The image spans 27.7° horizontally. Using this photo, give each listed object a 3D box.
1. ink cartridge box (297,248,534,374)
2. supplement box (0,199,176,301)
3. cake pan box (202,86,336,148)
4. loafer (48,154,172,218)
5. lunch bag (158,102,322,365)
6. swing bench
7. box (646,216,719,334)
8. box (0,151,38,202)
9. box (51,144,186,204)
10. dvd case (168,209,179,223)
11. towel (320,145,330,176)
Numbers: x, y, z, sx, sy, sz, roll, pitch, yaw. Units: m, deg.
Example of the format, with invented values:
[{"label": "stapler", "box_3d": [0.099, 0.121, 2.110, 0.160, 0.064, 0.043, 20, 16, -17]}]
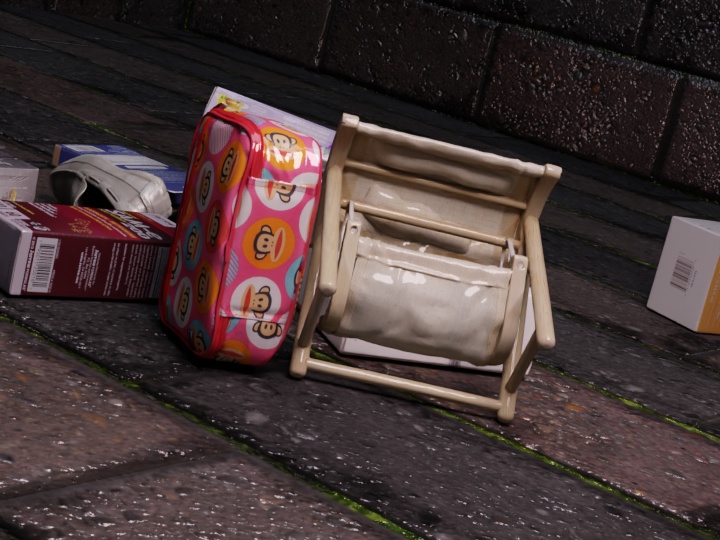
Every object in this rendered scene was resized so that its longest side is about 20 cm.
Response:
[{"label": "ink cartridge box", "box_3d": [0.057, 0.031, 1.400, 0.198, 0.084, 0.146, 8, 13, -23]}, {"label": "supplement box", "box_3d": [-0.246, -0.017, 1.328, 0.199, 0.062, 0.108, 4, 15, -41]}, {"label": "cake pan box", "box_3d": [-0.098, -0.127, 1.751, 0.183, 0.053, 0.200, 23, -21, 3]}, {"label": "loafer", "box_3d": [-0.278, -0.078, 1.536, 0.070, 0.071, 0.199, -32, 27, -34]}, {"label": "lunch bag", "box_3d": [-0.107, -0.034, 1.229, 0.081, 0.202, 0.176, 9, 10, -26]}, {"label": "swing bench", "box_3d": [0.057, -0.004, 1.237, 0.197, 0.130, 0.201, 13, 51, -7]}, {"label": "box", "box_3d": [0.482, 0.012, 1.864, 0.198, 0.126, 0.097, 5, 15, -33]}, {"label": "box", "box_3d": [-0.460, -0.108, 1.514, 0.158, 0.049, 0.199, 24, 16, 36]}, {"label": "box", "box_3d": [-0.267, -0.113, 1.790, 0.199, 0.033, 0.121, 21, 14, 32]}, {"label": "dvd case", "box_3d": [-0.109, -0.039, 1.549, 0.198, 0.018, 0.142, 8, -11, -26]}, {"label": "towel", "box_3d": [-0.021, -0.075, 1.612, 0.164, 0.086, 0.200, 14, -14, -1]}]
